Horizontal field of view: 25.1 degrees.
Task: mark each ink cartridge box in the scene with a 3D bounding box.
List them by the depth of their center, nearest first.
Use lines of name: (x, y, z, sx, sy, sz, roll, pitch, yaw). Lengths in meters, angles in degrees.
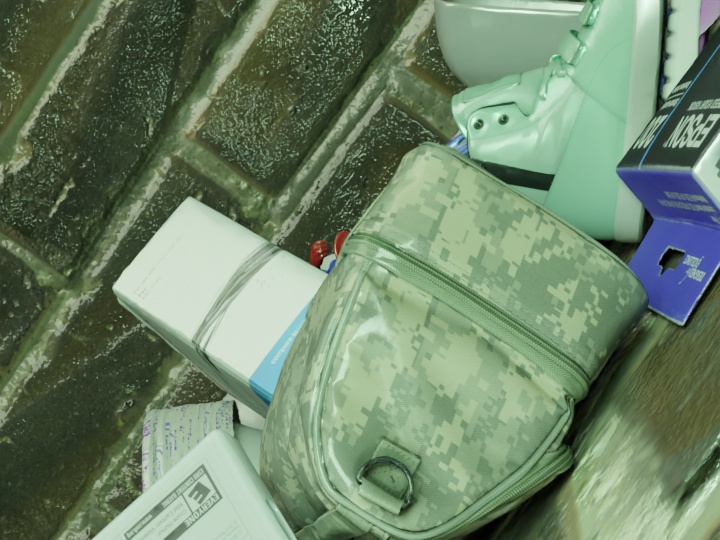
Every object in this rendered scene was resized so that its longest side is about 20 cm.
ink cartridge box: (0.178, -0.074, 0.774, 0.200, 0.043, 0.198, -56, 2, 3)
ink cartridge box: (-0.038, 0.053, 0.996, 0.086, 0.146, 0.200, -52, 44, -8)

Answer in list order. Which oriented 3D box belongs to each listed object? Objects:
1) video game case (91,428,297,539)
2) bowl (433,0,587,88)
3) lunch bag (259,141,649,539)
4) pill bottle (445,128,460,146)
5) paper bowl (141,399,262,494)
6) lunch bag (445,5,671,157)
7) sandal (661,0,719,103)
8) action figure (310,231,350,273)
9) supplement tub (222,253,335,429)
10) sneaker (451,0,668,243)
video game case: (-0.094, 0.198, 0.715, 0.200, 0.182, 0.023, -42, -40, 6)
bowl: (0.155, -0.170, 1.248, 0.200, 0.199, 0.075, -61, -26, -79)
lunch bag: (0.026, 0.060, 0.771, 0.168, 0.139, 0.200, -55, 1, -17)
pill bottle: (0.121, -0.079, 1.355, 0.112, 0.112, 0.200, -56, 1, -14)
paper bowl: (-0.083, 0.186, 1.080, 0.201, 0.104, 0.201, 172, 90, -89)
lunch bag: (0.136, -0.095, 1.025, 0.200, 0.076, 0.160, -34, 0, 0)
sandal: (0.198, -0.157, 0.895, 0.082, 0.050, 0.203, -60, -25, -64)
action figure: (0.000, 0.000, 1.059, 0.200, 0.065, 0.052, 132, 129, -78)
supplement tub: (-0.022, 0.103, 1.278, 0.200, 0.145, 0.145, -56, 2, -13)
sneaker: (0.109, -0.120, 0.905, 0.074, 0.118, 0.201, -26, -58, -74)
